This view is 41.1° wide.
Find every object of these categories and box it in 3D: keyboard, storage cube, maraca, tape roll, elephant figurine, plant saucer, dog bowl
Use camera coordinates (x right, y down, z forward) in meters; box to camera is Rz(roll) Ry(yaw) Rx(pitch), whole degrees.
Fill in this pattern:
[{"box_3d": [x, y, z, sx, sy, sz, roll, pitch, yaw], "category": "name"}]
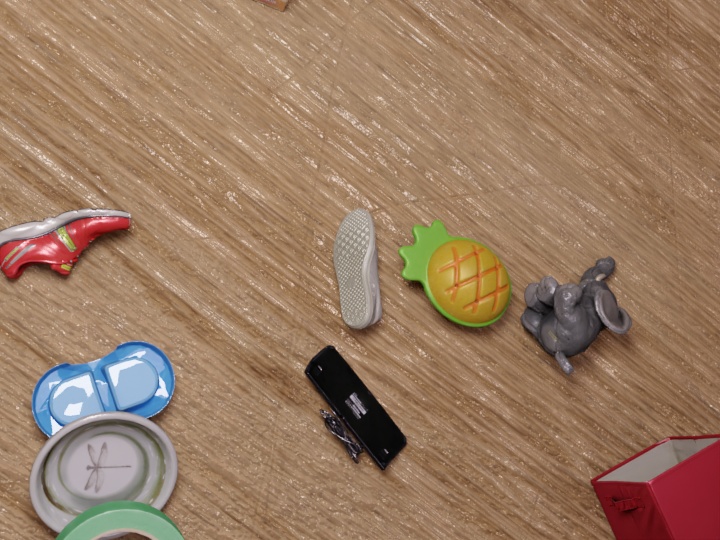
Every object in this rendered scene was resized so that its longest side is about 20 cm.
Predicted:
[{"box_3d": [-0.021, 0.220, 1.482, 0.200, 0.040, 0.104, 52, 46, 0], "category": "keyboard"}, {"box_3d": [0.506, 0.380, 1.523, 0.199, 0.171, 0.181, -24, 87, -20], "category": "storage cube"}, {"box_3d": [0.153, 0.006, 1.533, 0.200, 0.107, 0.137, 35, 69, -6], "category": "maraca"}, {"box_3d": [-0.328, 0.419, 1.306, 0.199, 0.048, 0.202, 0, 91, -20], "category": "tape roll"}, {"box_3d": [0.377, 0.068, 1.584, 0.199, 0.141, 0.156, -2, 107, -33], "category": "elephant figurine"}, {"box_3d": [-0.355, 0.276, 1.328, 0.199, 0.050, 0.201, -9, 114, -20], "category": "plant saucer"}, {"box_3d": [-0.366, 0.174, 1.373, 0.199, 0.050, 0.112, -19, 84, -20], "category": "dog bowl"}]

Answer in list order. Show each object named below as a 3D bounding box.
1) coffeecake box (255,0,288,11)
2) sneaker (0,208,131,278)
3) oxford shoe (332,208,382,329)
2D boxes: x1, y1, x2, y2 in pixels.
[{"box_3d": [-0.164, -0.553, 1.581, 0.153, 0.073, 0.201, 19, 73, -12], "category": "coffeecake box"}, {"box_3d": [-0.426, -0.037, 1.396, 0.199, 0.077, 0.085, -16, 88, -9], "category": "sneaker"}, {"box_3d": [0.000, 0.000, 1.520, 0.058, 0.075, 0.201, 25, 56, -53], "category": "oxford shoe"}]
